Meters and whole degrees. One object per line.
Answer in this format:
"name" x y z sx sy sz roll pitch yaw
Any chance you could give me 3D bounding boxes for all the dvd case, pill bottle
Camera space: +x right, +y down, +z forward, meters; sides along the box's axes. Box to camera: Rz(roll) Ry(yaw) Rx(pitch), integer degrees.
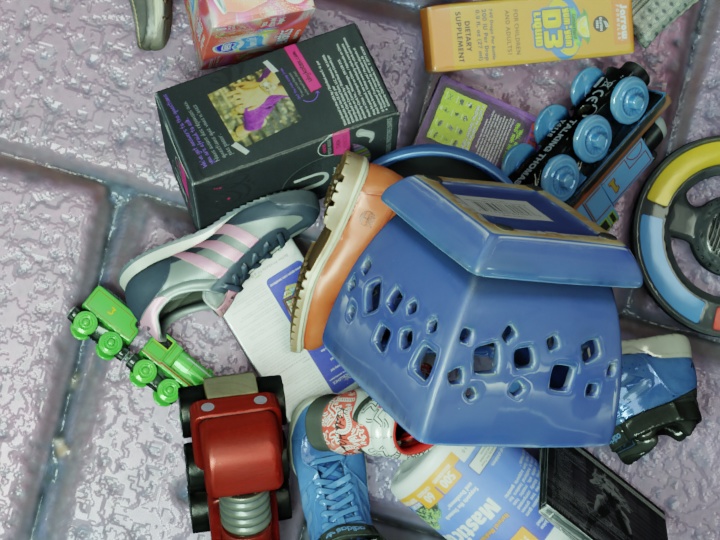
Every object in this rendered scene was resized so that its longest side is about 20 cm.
"dvd case" 0.225 0.223 1.565 0.149 0.200 0.016 38 107 -5
"pill bottle" 0.136 0.225 1.589 0.200 0.112 0.112 40 82 -4

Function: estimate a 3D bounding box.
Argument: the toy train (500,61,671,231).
"toy train" 0.218 -0.107 1.628 0.200 0.087 0.114 -48 126 -15

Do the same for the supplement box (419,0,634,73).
"supplement box" 0.160 -0.231 1.635 0.199 0.069 0.067 -7 97 -6

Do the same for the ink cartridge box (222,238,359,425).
"ink cartridge box" -0.062 0.066 1.609 0.094 0.037 0.201 -32 89 -8

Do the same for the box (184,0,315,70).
"box" -0.107 -0.255 1.539 0.094 0.200 0.103 -12 89 -9

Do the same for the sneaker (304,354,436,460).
"sneaker" 0.051 0.122 1.541 0.201 0.108 0.068 -20 107 -50

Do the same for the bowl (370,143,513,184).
"bowl" 0.066 -0.024 1.580 0.200 0.039 0.202 2 115 5

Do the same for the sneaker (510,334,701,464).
"sneaker" 0.229 0.129 1.616 0.199 0.077 0.112 -6 74 -15

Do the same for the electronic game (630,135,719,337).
"electronic game" 0.363 -0.034 1.675 0.199 0.042 0.201 1 86 -9

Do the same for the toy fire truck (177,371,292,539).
"toy fire truck" -0.116 0.213 1.487 0.128 0.200 0.177 -7 124 -9

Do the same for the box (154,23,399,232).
"box" -0.075 -0.126 1.563 0.199 0.122 0.106 -20 68 -9

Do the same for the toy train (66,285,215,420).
"toy train" -0.186 0.090 1.588 0.200 0.042 0.056 39 71 -5

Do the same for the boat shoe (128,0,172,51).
"boat shoe" -0.222 -0.299 1.597 0.073 0.075 0.201 -10 79 1

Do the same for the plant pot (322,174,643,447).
"plant pot" 0.109 0.028 1.445 0.199 0.200 0.181 4 112 -30

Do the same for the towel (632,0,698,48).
"towel" 0.290 -0.354 1.695 0.200 0.035 0.193 -43 90 -6

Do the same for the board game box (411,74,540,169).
"board game box" 0.093 -0.074 1.645 0.120 0.032 0.201 23 84 -2

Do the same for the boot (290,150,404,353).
"boot" 0.000 0.000 1.539 0.107 0.075 0.201 19 116 -10

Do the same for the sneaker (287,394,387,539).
"sneaker" -0.016 0.219 1.547 0.076 0.111 0.201 -7 100 -14

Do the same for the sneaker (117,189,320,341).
"sneaker" -0.118 -0.002 1.550 0.199 0.070 0.082 -27 65 3
